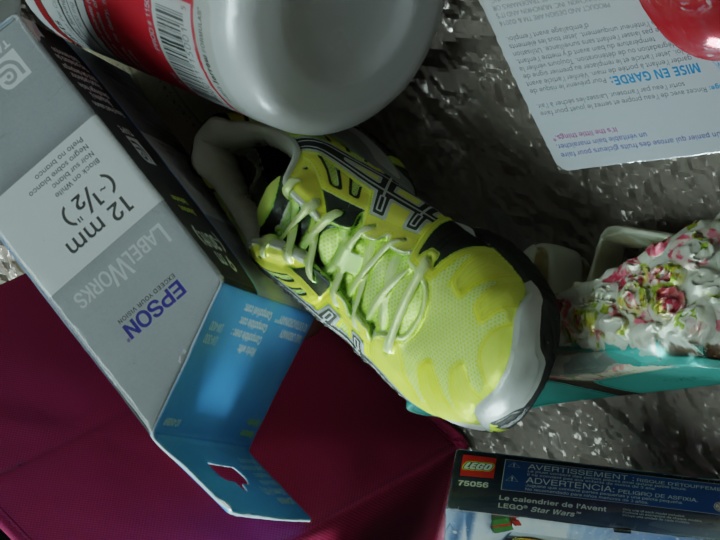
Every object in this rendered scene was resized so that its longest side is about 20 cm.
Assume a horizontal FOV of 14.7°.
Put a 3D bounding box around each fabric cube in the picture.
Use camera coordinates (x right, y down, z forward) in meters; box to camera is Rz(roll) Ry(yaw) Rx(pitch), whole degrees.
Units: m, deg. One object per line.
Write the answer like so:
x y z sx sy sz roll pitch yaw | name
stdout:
-0.102 0.121 1.249 0.200 0.199 0.196 41 141 29 | fabric cube

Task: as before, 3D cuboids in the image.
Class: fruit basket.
0.102 -0.128 0.873 0.185 0.094 0.200 -7 124 40 | fruit basket

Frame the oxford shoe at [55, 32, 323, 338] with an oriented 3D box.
-0.058 -0.069 1.196 0.200 0.070 0.075 52 123 12 | oxford shoe

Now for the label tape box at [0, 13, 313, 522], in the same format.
-0.076 0.003 1.092 0.200 0.066 0.143 50 -174 13 | label tape box

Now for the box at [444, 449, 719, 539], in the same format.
0.096 0.164 1.086 0.137 0.040 0.200 7 126 5 | box

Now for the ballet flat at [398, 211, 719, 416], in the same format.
0.089 0.018 1.057 0.200 0.076 0.064 -11 72 51 | ballet flat

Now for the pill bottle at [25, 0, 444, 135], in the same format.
-0.069 -0.132 1.110 0.200 0.112 0.112 25 131 43 | pill bottle

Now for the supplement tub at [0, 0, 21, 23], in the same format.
-0.260 -0.108 1.353 0.200 0.145 0.145 -25 92 57 | supplement tub

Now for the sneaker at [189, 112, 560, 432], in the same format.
0.000 0.000 1.056 0.200 0.076 0.075 38 109 48 | sneaker
